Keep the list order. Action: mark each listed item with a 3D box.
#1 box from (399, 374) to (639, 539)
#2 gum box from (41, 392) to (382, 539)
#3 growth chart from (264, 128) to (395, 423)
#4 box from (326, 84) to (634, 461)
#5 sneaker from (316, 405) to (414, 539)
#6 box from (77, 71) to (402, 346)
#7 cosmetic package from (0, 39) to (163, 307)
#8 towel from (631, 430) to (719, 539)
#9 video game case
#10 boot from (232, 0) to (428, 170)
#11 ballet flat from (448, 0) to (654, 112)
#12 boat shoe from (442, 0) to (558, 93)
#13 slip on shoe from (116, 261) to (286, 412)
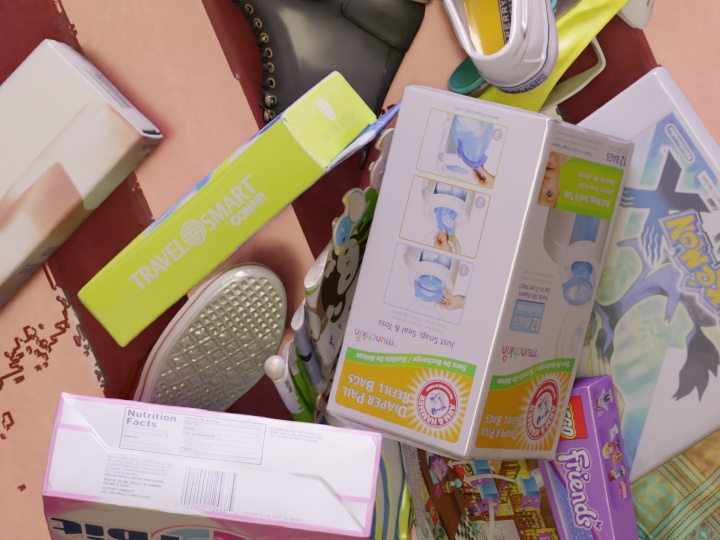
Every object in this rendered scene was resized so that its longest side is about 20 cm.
[{"bbox_3d":[0.104,0.170,1.527,0.136,0.039,0.201,-7,96,30],"label":"box"},{"bbox_3d":[-0.091,0.133,1.448,0.199,0.114,0.066,8,64,1],"label":"gum box"},{"bbox_3d":[0.000,0.000,1.490,0.018,0.145,0.200,26,79,20],"label":"growth chart"},{"bbox_3d":[0.071,0.004,1.448,0.101,0.112,0.201,16,94,32],"label":"box"},{"bbox_3d":[-0.002,0.178,1.527,0.075,0.105,0.201,-1,94,1],"label":"sneaker"},{"bbox_3d":[-0.070,-0.044,1.478,0.200,0.122,0.048,-39,95,22],"label":"box"},{"bbox_3d":[-0.223,-0.040,1.521,0.087,0.103,0.200,45,95,-1],"label":"cosmetic package"},{"bbox_3d":[0.191,0.085,1.559,0.200,0.022,0.147,44,94,-2],"label":"towel"},{"bbox_3d":[0.167,0.009,1.496,0.182,0.022,0.200,-36,85,28],"label":"video game case"},{"bbox_3d":[-0.065,-0.153,1.527,0.199,0.077,0.139,18,101,4],"label":"boot"},{"bbox_3d":[0.140,-0.160,1.530,0.067,0.067,0.200,41,97,-23],"label":"ballet flat"},{"bbox_3d":[0.068,-0.206,1.490,0.071,0.070,0.201,-16,72,21],"label":"boat shoe"},{"bbox_3d":[-0.105,0.059,1.502,0.074,0.061,0.200,9,136,-26],"label":"slip on shoe"}]
